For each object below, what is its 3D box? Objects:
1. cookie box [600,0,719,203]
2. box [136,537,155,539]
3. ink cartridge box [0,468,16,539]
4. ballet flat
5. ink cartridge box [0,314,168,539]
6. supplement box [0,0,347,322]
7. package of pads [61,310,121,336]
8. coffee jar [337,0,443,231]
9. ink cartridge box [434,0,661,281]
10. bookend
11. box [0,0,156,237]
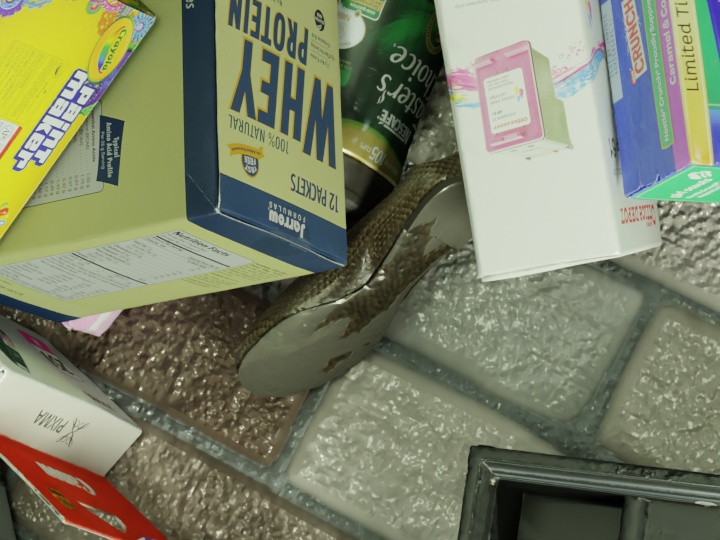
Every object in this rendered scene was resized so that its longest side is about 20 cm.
[{"bbox_3d":[0.233,-0.122,1.431,0.199,0.075,0.173,1,74,-24],"label":"cookie box"},{"bbox_3d":[-0.148,0.281,1.492,0.199,0.105,0.185,-30,63,16],"label":"box"},{"bbox_3d":[-0.294,0.139,1.604,0.146,0.086,0.201,-20,74,15],"label":"ink cartridge box"},{"bbox_3d":[0.000,0.000,1.536,0.200,0.067,0.047,-45,42,25],"label":"ballet flat"},{"bbox_3d":[-0.174,0.087,1.513,0.173,0.200,0.044,40,91,22],"label":"ink cartridge box"},{"bbox_3d":[-0.127,-0.093,1.475,0.199,0.134,0.202,-10,74,28],"label":"supplement box"},{"bbox_3d":[-0.145,-0.071,1.607,0.120,0.076,0.200,40,92,20],"label":"package of pads"},{"bbox_3d":[0.001,-0.124,1.554,0.085,0.104,0.201,20,85,24],"label":"coffee jar"},{"bbox_3d":[0.103,-0.100,1.466,0.084,0.144,0.202,-8,91,16],"label":"ink cartridge box"},{"bbox_3d":[0.148,0.208,1.433,0.197,0.092,0.202,6,81,20],"label":"bookend"},{"bbox_3d":[-0.251,-0.121,1.403,0.193,0.122,0.200,44,103,31],"label":"box"}]
